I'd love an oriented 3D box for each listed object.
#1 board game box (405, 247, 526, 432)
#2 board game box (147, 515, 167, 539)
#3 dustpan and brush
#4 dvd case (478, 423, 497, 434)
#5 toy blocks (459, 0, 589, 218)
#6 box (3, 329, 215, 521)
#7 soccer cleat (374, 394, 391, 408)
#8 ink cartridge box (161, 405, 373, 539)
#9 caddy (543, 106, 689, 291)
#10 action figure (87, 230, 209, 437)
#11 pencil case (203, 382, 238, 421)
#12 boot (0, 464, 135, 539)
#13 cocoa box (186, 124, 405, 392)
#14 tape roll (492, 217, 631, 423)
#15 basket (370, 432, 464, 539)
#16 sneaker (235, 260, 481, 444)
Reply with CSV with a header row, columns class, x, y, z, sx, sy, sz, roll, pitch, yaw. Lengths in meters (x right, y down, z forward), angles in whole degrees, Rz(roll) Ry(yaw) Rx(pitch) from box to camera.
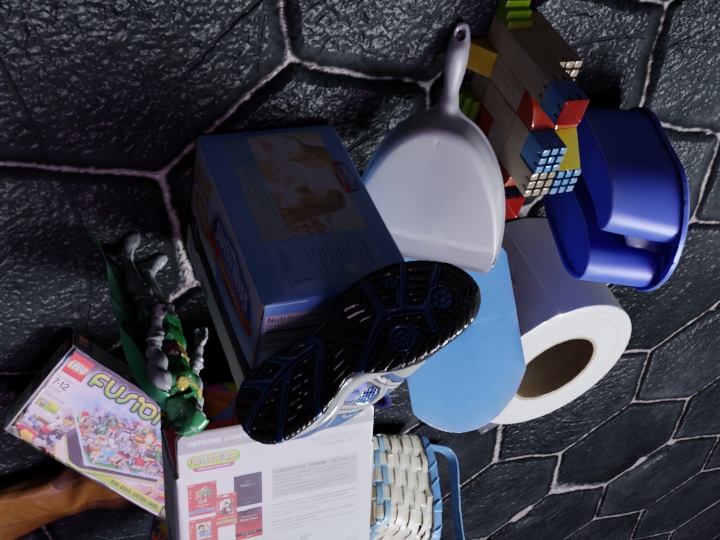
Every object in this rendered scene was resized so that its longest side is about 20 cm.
class,x,y,z,sx,sy,sz,roll,pitch,yaw
board game box,0.088,0.055,0.933,0.156,0.204,0.039,-12,-177,-36
board game box,-0.217,0.325,1.086,0.034,0.202,0.137,5,139,1
dustpan and brush,0.071,-0.112,0.826,0.137,0.057,0.203,12,111,9
dvd case,0.201,0.150,1.295,0.147,0.016,0.200,-31,142,4
toy blocks,0.148,-0.126,0.841,0.098,0.138,0.202,-8,139,-24
box,-0.235,0.158,0.934,0.199,0.035,0.110,38,98,-25
soccer cleat,-0.031,0.173,1.055,0.064,0.084,0.200,-29,-174,45
ink cartridge box,-0.091,0.198,0.928,0.197,0.084,0.179,-7,117,-20
caddy,0.259,-0.074,0.934,0.103,0.202,0.143,3,135,-10
action figure,-0.168,0.058,0.802,0.054,0.201,0.118,-34,143,9
pencil case,-0.149,0.223,1.028,0.087,0.088,0.204,7,88,-37
boot,-0.336,0.220,1.020,0.196,0.069,0.189,-14,149,-6
cocoa box,-0.058,-0.008,0.794,0.131,0.202,0.132,-9,139,-22
tape roll,0.189,0.060,1.082,0.200,0.140,0.204,-17,143,-14
basket,0.062,0.305,1.267,0.198,0.179,0.139,20,139,-29
sneaker,0.000,0.060,0.700,0.198,0.076,0.077,-30,163,1
